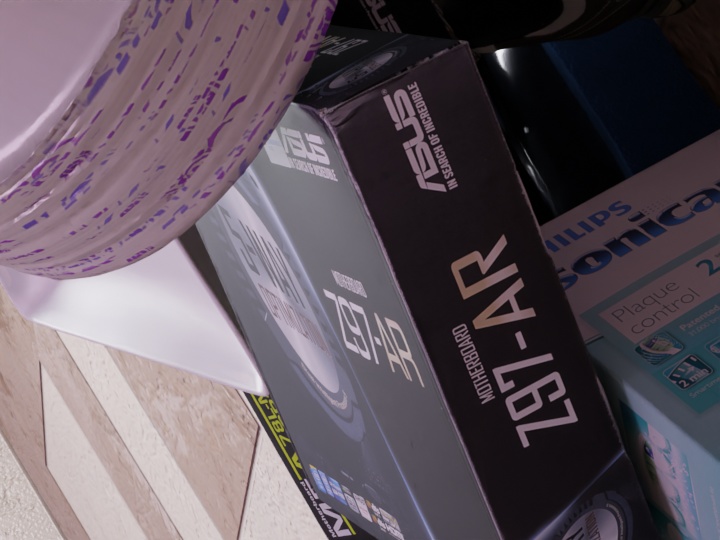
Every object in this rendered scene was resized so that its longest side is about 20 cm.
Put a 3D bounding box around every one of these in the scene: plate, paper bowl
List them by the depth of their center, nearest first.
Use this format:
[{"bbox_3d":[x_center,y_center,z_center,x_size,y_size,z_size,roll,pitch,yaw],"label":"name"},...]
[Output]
[{"bbox_3d":[-0.097,-0.105,0.673,0.104,0.201,0.201,17,-162,-41],"label":"paper bowl"},{"bbox_3d":[-0.117,-0.054,0.909,0.199,0.032,0.200,14,138,56],"label":"plate"}]

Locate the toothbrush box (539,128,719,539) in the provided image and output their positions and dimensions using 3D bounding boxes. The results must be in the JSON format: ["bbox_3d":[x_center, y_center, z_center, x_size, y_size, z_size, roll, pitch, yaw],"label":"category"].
[{"bbox_3d":[0.148,0.038,0.678,0.200,0.146,0.086,42,155,51],"label":"toothbrush box"}]

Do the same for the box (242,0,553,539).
[{"bbox_3d":[0.000,0.000,0.877,0.200,0.047,0.193,60,154,-5],"label":"box"}]

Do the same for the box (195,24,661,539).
[{"bbox_3d":[0.006,0.009,0.731,0.161,0.043,0.200,67,165,-16],"label":"box"}]

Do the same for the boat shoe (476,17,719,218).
[{"bbox_3d":[0.103,-0.015,0.861,0.069,0.084,0.201,-57,48,51],"label":"boat shoe"}]

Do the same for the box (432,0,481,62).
[{"bbox_3d":[0.026,-0.061,1.055,0.200,0.050,0.158,52,161,28],"label":"box"}]

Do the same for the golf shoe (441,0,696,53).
[{"bbox_3d":[0.072,-0.125,0.732,0.078,0.094,0.200,55,161,23],"label":"golf shoe"}]
